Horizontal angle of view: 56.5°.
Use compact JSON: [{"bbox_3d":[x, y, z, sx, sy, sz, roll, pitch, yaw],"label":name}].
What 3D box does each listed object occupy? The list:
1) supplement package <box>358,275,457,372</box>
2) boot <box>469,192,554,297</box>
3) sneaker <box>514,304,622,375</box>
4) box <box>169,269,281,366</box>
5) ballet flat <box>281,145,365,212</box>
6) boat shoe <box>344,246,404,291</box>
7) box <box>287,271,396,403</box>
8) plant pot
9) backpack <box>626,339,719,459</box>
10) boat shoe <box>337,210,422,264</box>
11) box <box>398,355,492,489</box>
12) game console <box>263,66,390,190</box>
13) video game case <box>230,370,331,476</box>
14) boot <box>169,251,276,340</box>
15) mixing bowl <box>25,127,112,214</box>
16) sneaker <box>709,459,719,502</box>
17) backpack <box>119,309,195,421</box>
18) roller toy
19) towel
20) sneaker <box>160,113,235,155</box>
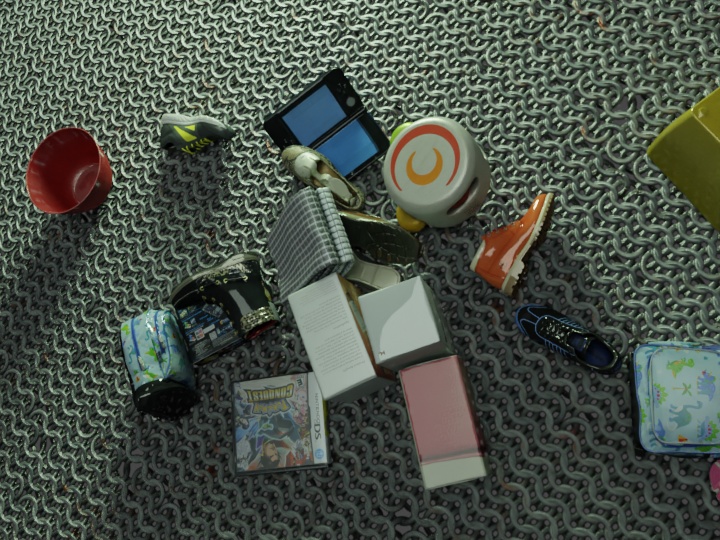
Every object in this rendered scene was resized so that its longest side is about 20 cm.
[{"bbox_3d":[0.087,0.102,1.175,0.116,0.200,0.119,-19,73,12],"label":"supplement package"},{"bbox_3d":[0.279,-0.064,1.227,0.106,0.075,0.202,29,88,26],"label":"boot"},{"bbox_3d":[0.357,0.113,1.155,0.198,0.078,0.071,28,86,21],"label":"sneaker"},{"bbox_3d":[-0.280,0.081,1.375,0.198,0.046,0.161,-29,70,9],"label":"box"},{"bbox_3d":[-0.071,-0.185,1.324,0.199,0.075,0.068,37,92,-2],"label":"ballet flat"},{"bbox_3d":[0.000,0.000,1.311,0.198,0.057,0.068,25,83,26],"label":"boat shoe"},{"bbox_3d":[-0.032,0.128,1.231,0.105,0.152,0.202,-25,72,9],"label":"box"},{"bbox_3d":[0.625,-0.219,1.099,0.199,0.176,0.201,-36,70,5],"label":"plant pot"},{"bbox_3d":[0.532,0.201,1.044,0.197,0.147,0.186,-2,79,14],"label":"backpack"},{"bbox_3d":[0.027,-0.074,1.297,0.197,0.074,0.077,21,114,13],"label":"boat shoe"},{"bbox_3d":[0.148,0.261,1.157,0.107,0.128,0.203,-16,74,12],"label":"box"},{"bbox_3d":[-0.068,-0.275,1.359,0.199,0.171,0.119,-36,37,5],"label":"game console"},{"bbox_3d":[-0.157,0.296,1.297,0.197,0.025,0.184,-10,75,15],"label":"video game case"},{"bbox_3d":[-0.269,0.071,1.311,0.201,0.073,0.155,-27,73,8],"label":"boot"},{"bbox_3d":[-0.641,-0.210,1.523,0.197,0.108,0.204,-4,77,17],"label":"mixing bowl"},{"bbox_3d":[0.629,0.368,1.019,0.200,0.087,0.074,42,110,43],"label":"sneaker"},{"bbox_3d":[-0.409,0.178,1.345,0.153,0.163,0.200,-39,62,-4],"label":"backpack"},{"bbox_3d":[0.147,-0.178,1.256,0.180,0.139,0.203,-2,78,27],"label":"roller toy"},{"bbox_3d":[-0.105,-0.040,1.279,0.200,0.085,0.168,-44,62,47],"label":"towel"},{"bbox_3d":[-0.362,-0.294,1.484,0.197,0.074,0.086,10,86,28],"label":"sneaker"}]
